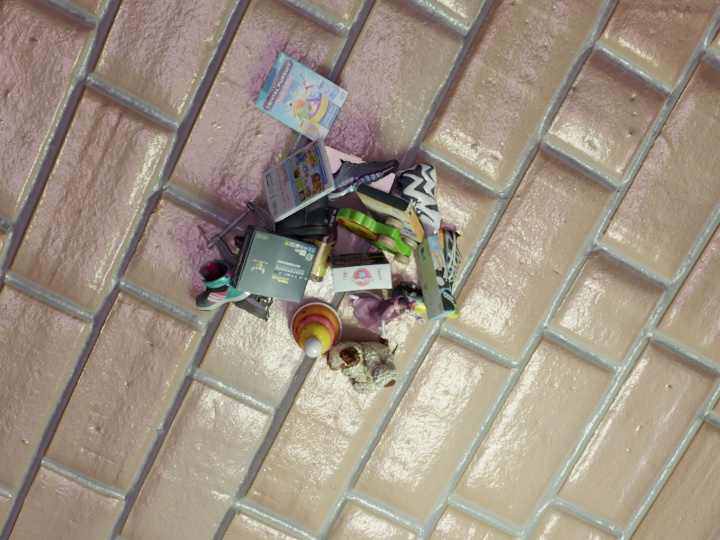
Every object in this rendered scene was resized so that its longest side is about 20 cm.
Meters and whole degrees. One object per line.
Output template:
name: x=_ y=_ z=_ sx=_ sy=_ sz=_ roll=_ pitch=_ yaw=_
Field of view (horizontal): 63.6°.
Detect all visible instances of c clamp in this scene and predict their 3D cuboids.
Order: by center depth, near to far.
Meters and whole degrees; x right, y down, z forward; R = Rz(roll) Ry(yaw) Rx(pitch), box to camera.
c clamp: x=-0.319 y=-0.103 z=1.508 sx=0.199 sy=0.027 sz=0.172 roll=-34 pitch=75 yaw=11

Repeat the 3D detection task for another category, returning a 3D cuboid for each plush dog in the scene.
plush dog: x=-0.003 y=0.239 z=1.573 sx=0.169 sy=0.200 sz=0.163 roll=14 pitch=67 yaw=-22

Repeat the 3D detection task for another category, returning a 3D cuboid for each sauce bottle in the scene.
sauce bottle: x=-0.098 y=-0.070 z=1.556 sx=0.064 sy=0.065 sz=0.203 roll=19 pitch=100 yaw=-6

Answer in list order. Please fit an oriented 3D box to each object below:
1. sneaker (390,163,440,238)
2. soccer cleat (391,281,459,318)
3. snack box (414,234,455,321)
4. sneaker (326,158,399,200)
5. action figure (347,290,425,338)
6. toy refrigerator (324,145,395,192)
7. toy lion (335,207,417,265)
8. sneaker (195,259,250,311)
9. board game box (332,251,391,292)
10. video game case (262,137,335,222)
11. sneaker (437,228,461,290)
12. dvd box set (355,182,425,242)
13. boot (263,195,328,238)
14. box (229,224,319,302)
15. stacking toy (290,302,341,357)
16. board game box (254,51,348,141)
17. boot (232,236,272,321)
sneaker: x=0.136 y=-0.176 z=1.531 sx=0.127 sy=0.079 sz=0.203 roll=-6 pitch=102 yaw=-10
soccer cleat: x=0.178 y=0.094 z=1.610 sx=0.197 sy=0.065 sz=0.084 roll=19 pitch=129 yaw=-10
snack box: x=0.192 y=0.022 z=1.521 sx=0.036 sy=0.116 sz=0.204 roll=-7 pitch=78 yaw=-16
sneaker: x=-0.004 y=-0.251 z=1.449 sx=0.197 sy=0.074 sz=0.089 roll=-24 pitch=96 yaw=3
action figure: x=0.080 y=0.097 z=1.544 sx=0.133 sy=0.199 sz=0.151 roll=-15 pitch=84 yaw=-42
toy refrigerator: x=-0.011 y=-0.263 z=1.520 sx=0.197 sy=0.076 sz=0.071 roll=22 pitch=99 yaw=-6
toy lion: x=0.033 y=-0.098 z=1.507 sx=0.189 sy=0.200 sz=0.070 roll=20 pitch=79 yaw=28
sneaker: x=-0.385 y=0.036 z=1.511 sx=0.198 sy=0.084 sz=0.121 roll=-18 pitch=128 yaw=30
board game box: x=0.000 y=0.000 z=1.504 sx=0.145 sy=0.200 sz=0.066 roll=-4 pitch=102 yaw=-2
video game case: x=-0.160 y=-0.227 z=1.476 sx=0.198 sy=0.018 sz=0.145 roll=-25 pitch=68 yaw=27
sneaker: x=0.237 y=-0.015 z=1.568 sx=0.076 sy=0.078 sz=0.204 roll=-1 pitch=90 yaw=-15
dvd box set: x=0.079 y=-0.143 z=1.462 sx=0.145 sy=0.200 sz=0.030 roll=25 pitch=81 yaw=24
boot: x=-0.168 y=-0.171 z=1.532 sx=0.197 sy=0.076 sz=0.172 roll=-3 pitch=81 yaw=22
box: x=-0.216 y=-0.014 z=1.477 sx=0.198 sy=0.051 sz=0.160 roll=15 pitch=99 yaw=-38
stacking toy: x=-0.119 y=0.174 z=1.530 sx=0.143 sy=0.200 sz=0.149 roll=-1 pitch=100 yaw=-3
board game box: x=-0.151 y=-0.439 z=1.496 sx=0.198 sy=0.047 sz=0.153 roll=28 pitch=98 yaw=-7
boot: x=-0.295 y=0.025 z=1.566 sx=0.199 sy=0.069 sz=0.175 roll=37 pitch=105 yaw=-1
